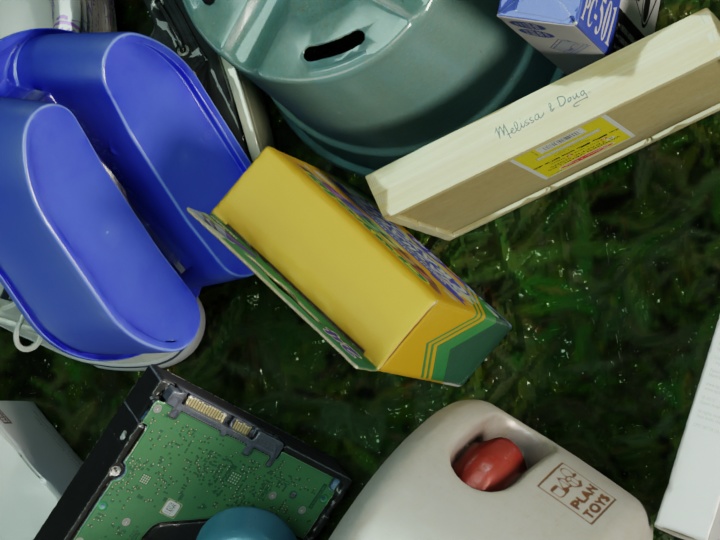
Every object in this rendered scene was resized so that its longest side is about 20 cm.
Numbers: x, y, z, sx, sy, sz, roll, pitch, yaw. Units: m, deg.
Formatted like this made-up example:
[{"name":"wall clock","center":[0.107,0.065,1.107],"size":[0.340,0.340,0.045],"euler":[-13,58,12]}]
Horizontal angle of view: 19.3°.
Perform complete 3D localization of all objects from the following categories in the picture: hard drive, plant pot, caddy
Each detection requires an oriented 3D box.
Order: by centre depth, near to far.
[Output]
[{"name":"plant pot","center":[0.002,-0.159,1.153],"size":[0.200,0.196,0.201],"euler":[-2,84,18]},{"name":"caddy","center":[-0.145,-0.041,1.178],"size":[0.105,0.200,0.141],"euler":[1,40,50]},{"name":"hard drive","center":[-0.115,0.166,1.199],"size":[0.200,0.140,0.038],"euler":[-57,31,7]}]

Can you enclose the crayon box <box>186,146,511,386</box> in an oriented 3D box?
[{"name":"crayon box","center":[0.000,0.000,1.136],"size":[0.126,0.200,0.052],"euler":[43,98,16]}]

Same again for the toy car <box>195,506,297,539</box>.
[{"name":"toy car","center":[-0.135,0.239,1.130],"size":[0.200,0.184,0.177],"euler":[-4,115,9]}]

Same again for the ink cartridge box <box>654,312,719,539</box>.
[{"name":"ink cartridge box","center":[0.207,0.045,1.120],"size":[0.037,0.095,0.200],"euler":[20,91,19]}]

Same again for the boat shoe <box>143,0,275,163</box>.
[{"name":"boat shoe","center":[-0.106,-0.135,1.242],"size":[0.066,0.075,0.200],"euler":[-21,83,5]}]

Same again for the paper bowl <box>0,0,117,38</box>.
[{"name":"paper bowl","center":[-0.241,-0.137,1.277],"size":[0.200,0.104,0.201],"euler":[-2,84,18]}]

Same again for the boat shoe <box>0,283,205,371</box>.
[{"name":"boat shoe","center":[-0.194,0.007,1.256],"size":[0.202,0.086,0.075],"euler":[21,93,16]}]

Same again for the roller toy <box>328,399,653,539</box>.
[{"name":"roller toy","center":[0.062,0.172,1.107],"size":[0.140,0.200,0.183],"euler":[33,74,17]}]

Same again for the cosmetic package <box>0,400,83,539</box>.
[{"name":"cosmetic package","center":[-0.244,0.182,1.263],"size":[0.200,0.081,0.113],"euler":[-43,75,9]}]

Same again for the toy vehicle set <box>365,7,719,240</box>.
[{"name":"toy vehicle set","center":[0.113,-0.075,1.146],"size":[0.200,0.124,0.027],"euler":[-26,78,14]}]

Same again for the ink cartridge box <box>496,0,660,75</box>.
[{"name":"ink cartridge box","center":[0.120,-0.157,1.111],"size":[0.044,0.200,0.094],"euler":[10,88,18]}]
